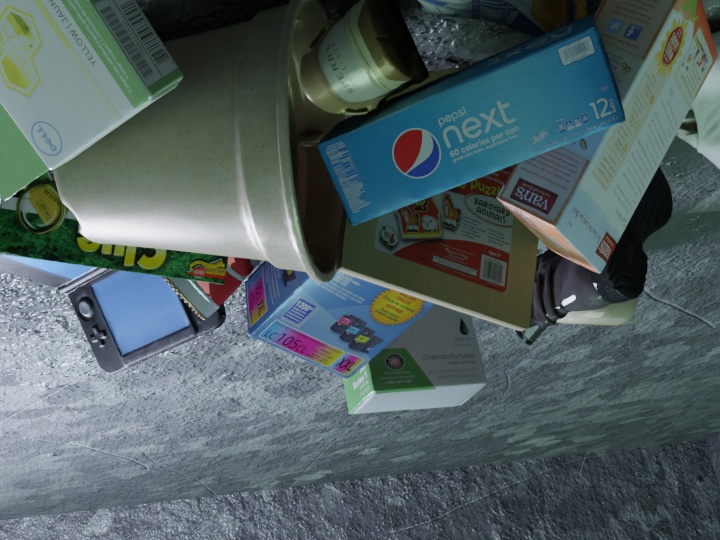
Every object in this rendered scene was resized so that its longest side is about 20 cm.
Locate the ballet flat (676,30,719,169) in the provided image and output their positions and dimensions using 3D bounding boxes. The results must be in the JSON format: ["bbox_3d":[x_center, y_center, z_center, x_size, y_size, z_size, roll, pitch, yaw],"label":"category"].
[{"bbox_3d":[0.319,-0.156,0.869,0.068,0.071,0.200,-16,154,16],"label":"ballet flat"}]

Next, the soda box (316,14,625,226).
[{"bbox_3d":[0.074,-0.101,0.634,0.197,0.065,0.068,-19,-164,19],"label":"soda box"}]

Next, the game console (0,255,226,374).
[{"bbox_3d":[-0.267,0.020,0.967,0.198,0.174,0.118,-23,-178,32],"label":"game console"}]

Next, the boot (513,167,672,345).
[{"bbox_3d":[0.205,-0.027,0.858,0.131,0.070,0.201,-30,-164,46],"label":"boot"}]

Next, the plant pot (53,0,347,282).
[{"bbox_3d":[-0.113,-0.091,0.679,0.179,0.205,0.201,-1,161,11],"label":"plant pot"}]

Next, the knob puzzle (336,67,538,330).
[{"bbox_3d":[0.067,-0.069,0.757,0.215,0.225,0.030,1,166,-27],"label":"knob puzzle"}]

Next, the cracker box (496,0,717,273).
[{"bbox_3d":[0.192,-0.112,0.708,0.057,0.203,0.133,28,180,31],"label":"cracker box"}]

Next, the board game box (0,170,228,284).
[{"bbox_3d":[-0.203,-0.053,0.796,0.196,0.107,0.023,8,-172,-25],"label":"board game box"}]

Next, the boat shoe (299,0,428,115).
[{"bbox_3d":[0.001,-0.146,0.629,0.065,0.075,0.200,-26,-174,14],"label":"boat shoe"}]

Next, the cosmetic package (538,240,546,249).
[{"bbox_3d":[0.204,-0.078,0.987,0.197,0.076,0.101,-21,156,23],"label":"cosmetic package"}]

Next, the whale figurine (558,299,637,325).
[{"bbox_3d":[0.282,0.018,1.267,0.156,0.106,0.199,3,180,-32],"label":"whale figurine"}]

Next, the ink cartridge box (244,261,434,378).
[{"bbox_3d":[0.000,0.000,0.881,0.135,0.077,0.200,26,122,-34],"label":"ink cartridge box"}]

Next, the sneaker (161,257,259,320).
[{"bbox_3d":[-0.164,-0.056,0.871,0.112,0.071,0.201,-40,128,-5],"label":"sneaker"}]

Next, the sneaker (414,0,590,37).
[{"bbox_3d":[0.081,-0.205,0.635,0.087,0.077,0.198,-4,168,44],"label":"sneaker"}]

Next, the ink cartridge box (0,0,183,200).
[{"bbox_3d":[-0.221,-0.130,0.573,0.198,0.147,0.048,-25,-163,31],"label":"ink cartridge box"}]

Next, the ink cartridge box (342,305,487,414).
[{"bbox_3d":[0.046,0.052,1.068,0.143,0.204,0.084,-1,155,-23],"label":"ink cartridge box"}]
